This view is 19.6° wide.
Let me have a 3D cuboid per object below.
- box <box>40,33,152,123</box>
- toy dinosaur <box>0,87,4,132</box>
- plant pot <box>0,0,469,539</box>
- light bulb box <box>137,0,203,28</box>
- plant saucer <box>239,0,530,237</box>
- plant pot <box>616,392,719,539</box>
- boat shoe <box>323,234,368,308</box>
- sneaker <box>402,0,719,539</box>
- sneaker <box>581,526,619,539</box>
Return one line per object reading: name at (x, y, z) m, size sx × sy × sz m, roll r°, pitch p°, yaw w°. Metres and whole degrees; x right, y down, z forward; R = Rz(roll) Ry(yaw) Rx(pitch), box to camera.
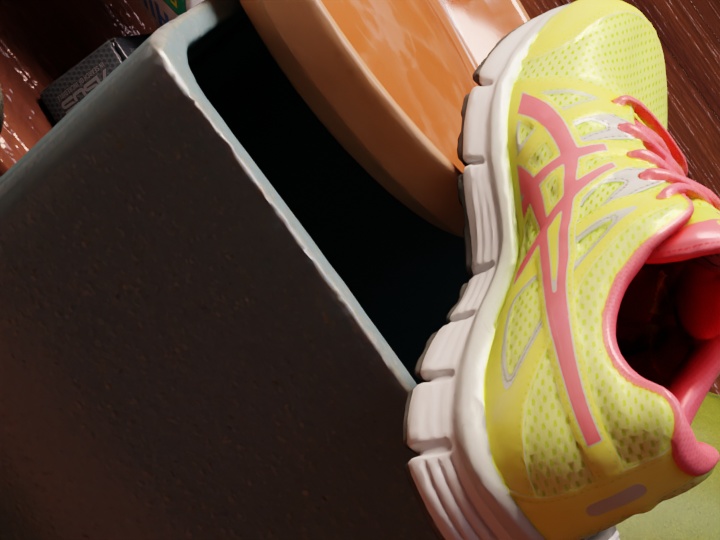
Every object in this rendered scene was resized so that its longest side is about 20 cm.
box at (-0.052, -0.041, 1.009) m, size 0.158 × 0.051 × 0.200 m, roll 59°, pitch 23°, yaw 4°
toy dinosaur at (-0.158, -0.040, 0.684) m, size 0.077 × 0.200 × 0.102 m, roll 44°, pitch 61°, yaw -3°
plant pot at (-0.053, 0.034, 0.706) m, size 0.196 × 0.200 × 0.196 m, roll 53°, pitch 22°, yaw -7°
light bulb box at (-0.080, -0.235, 0.943) m, size 0.198 × 0.124 × 0.201 m, roll 48°, pitch -24°, yaw 38°
plant saucer at (0.008, -0.089, 0.694) m, size 0.200 × 0.032 × 0.201 m, roll 45°, pitch 26°, yaw -28°
plant pot at (0.082, 0.125, 0.911) m, size 0.192 × 0.200 × 0.201 m, roll 23°, pitch 37°, yaw -34°
boat shoe at (0.000, 0.000, 0.882) m, size 0.072 × 0.069 × 0.200 m, roll 15°, pitch -6°, yaw -3°
sneaker at (0.077, -0.005, 0.595) m, size 0.078 × 0.090 × 0.201 m, roll 43°, pitch 43°, yaw -35°
sneaker at (0.069, 0.140, 0.707) m, size 0.200 × 0.075 × 0.092 m, roll 36°, pitch 32°, yaw -81°
